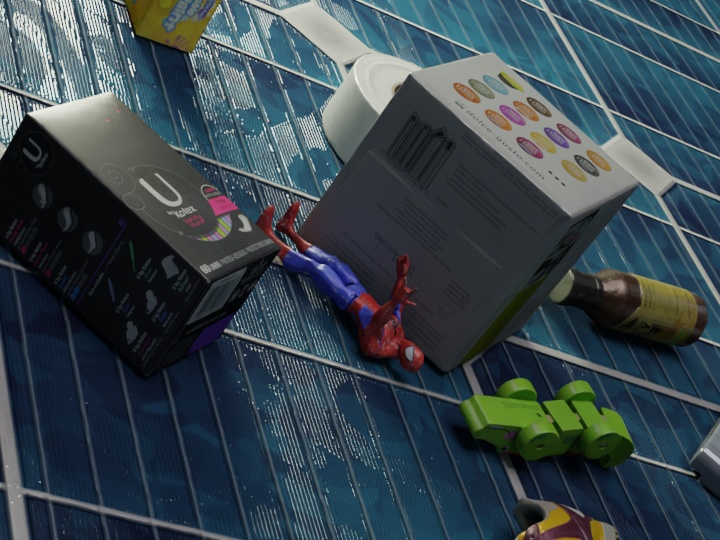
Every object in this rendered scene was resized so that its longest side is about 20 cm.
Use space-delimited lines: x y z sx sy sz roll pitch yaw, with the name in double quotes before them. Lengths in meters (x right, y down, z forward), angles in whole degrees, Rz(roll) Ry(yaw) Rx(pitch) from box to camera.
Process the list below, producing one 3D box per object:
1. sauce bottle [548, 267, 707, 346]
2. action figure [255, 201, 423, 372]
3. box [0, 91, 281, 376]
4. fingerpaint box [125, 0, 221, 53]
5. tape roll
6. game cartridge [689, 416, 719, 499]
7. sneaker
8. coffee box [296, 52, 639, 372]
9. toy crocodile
"sauce bottle" 0.281 0.034 1.899 0.199 0.065 0.065 14 34 -34
"action figure" 0.000 0.000 1.591 0.200 0.099 0.065 49 31 18
"box" -0.184 -0.033 1.411 0.200 0.106 0.122 41 27 11
"fingerpaint box" -0.173 -0.355 1.828 0.073 0.201 0.167 16 34 -32
"tape roll" 0.060 -0.141 1.909 0.201 0.071 0.203 27 28 -16
"game cartridge" 0.413 0.200 1.824 0.133 0.042 0.200 37 27 10
"sneaker" 0.154 0.253 1.406 0.090 0.075 0.200 24 22 -6
"coffee box" 0.104 -0.059 1.686 0.200 0.200 0.197 43 27 13
"toy crocodile" 0.169 0.142 1.611 0.199 0.062 0.068 6 40 -38
